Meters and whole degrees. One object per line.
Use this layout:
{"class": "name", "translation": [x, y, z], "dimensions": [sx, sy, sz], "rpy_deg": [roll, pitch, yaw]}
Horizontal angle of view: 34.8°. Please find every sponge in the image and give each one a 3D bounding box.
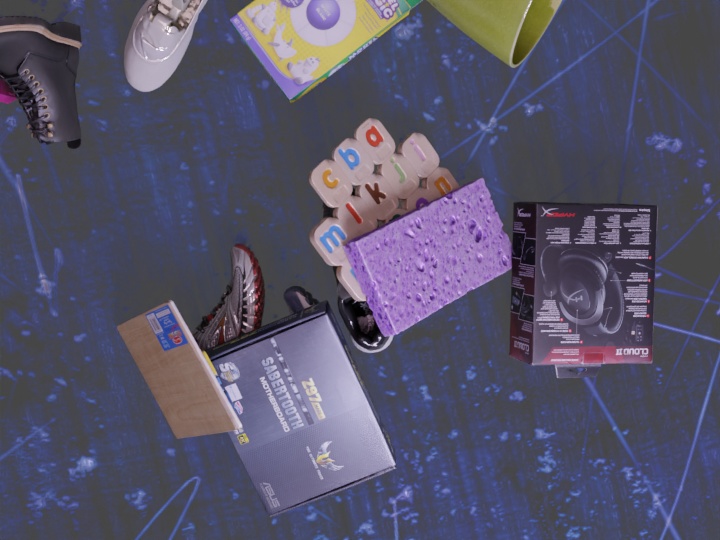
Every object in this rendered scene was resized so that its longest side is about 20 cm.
{"class": "sponge", "translation": [0.082, -0.017, 1.278], "dimensions": [0.200, 0.030, 0.112], "rpy_deg": [-28, 98, -34]}

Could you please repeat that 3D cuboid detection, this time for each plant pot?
{"class": "plant pot", "translation": [0.123, -0.350, 1.250], "dimensions": [0.200, 0.187, 0.187], "rpy_deg": [30, 93, 11]}

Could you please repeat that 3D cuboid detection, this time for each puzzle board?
{"class": "puzzle board", "translation": [-0.200, 0.112, 1.260], "dimensions": [0.017, 0.200, 0.151], "rpy_deg": [-29, 94, -29]}

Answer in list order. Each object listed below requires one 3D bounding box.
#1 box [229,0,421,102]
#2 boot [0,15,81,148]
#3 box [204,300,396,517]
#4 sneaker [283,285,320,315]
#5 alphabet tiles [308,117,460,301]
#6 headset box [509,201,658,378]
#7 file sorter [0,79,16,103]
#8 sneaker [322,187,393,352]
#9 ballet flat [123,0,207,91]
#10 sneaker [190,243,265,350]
{"class": "box", "translation": [-0.034, -0.296, 1.301], "dimensions": [0.200, 0.048, 0.117], "rpy_deg": [-38, 94, 0]}
{"class": "boot", "translation": [-0.358, -0.197, 1.227], "dimensions": [0.077, 0.200, 0.139], "rpy_deg": [0, 97, 25]}
{"class": "box", "translation": [-0.069, 0.153, 1.265], "dimensions": [0.157, 0.051, 0.200], "rpy_deg": [-22, 104, 5]}
{"class": "sneaker", "translation": [-0.057, 0.117, 1.315], "dimensions": [0.086, 0.078, 0.200], "rpy_deg": [-21, 94, 4]}
{"class": "alphabet tiles", "translation": [0.032, -0.062, 1.279], "dimensions": [0.200, 0.015, 0.196], "rpy_deg": [-46, 108, -29]}
{"class": "headset box", "translation": [0.252, 0.023, 1.302], "dimensions": [0.149, 0.077, 0.200], "rpy_deg": [-1, 95, -13]}
{"class": "file sorter", "translation": [-0.497, -0.247, 1.248], "dimensions": [0.125, 0.139, 0.200], "rpy_deg": [-31, 94, 2]}
{"class": "sneaker", "translation": [0.000, 0.000, 1.299], "dimensions": [0.066, 0.091, 0.200], "rpy_deg": [-12, 94, 1]}
{"class": "ballet flat", "translation": [-0.210, -0.295, 1.288], "dimensions": [0.069, 0.069, 0.200], "rpy_deg": [32, 93, -3]}
{"class": "sneaker", "translation": [-0.156, 0.068, 1.308], "dimensions": [0.082, 0.078, 0.200], "rpy_deg": [10, 93, -1]}
